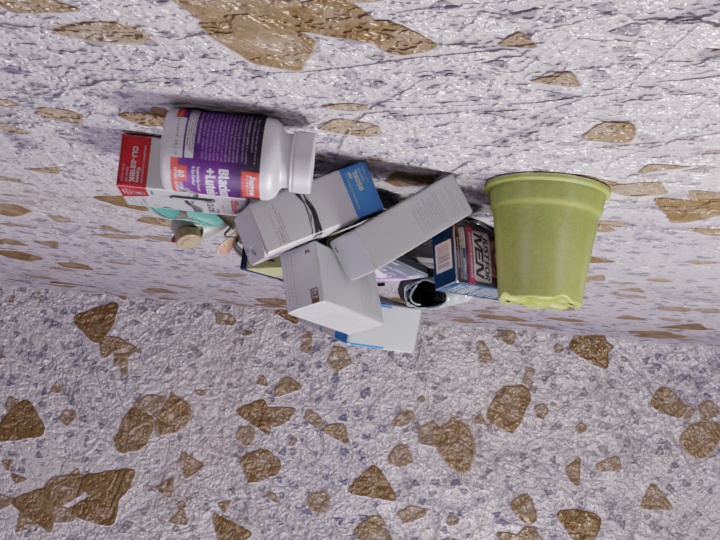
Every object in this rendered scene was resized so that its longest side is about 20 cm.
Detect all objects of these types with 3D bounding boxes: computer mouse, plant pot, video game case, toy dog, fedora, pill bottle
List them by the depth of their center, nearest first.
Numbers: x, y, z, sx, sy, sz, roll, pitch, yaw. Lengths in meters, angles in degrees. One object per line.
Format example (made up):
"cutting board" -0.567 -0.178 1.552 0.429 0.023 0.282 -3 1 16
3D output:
"pill bottle" -0.162 -0.153 1.339 0.198 0.113 0.111 5 171 0
"plant pot" 0.287 -0.038 1.558 0.198 0.186 0.200 5 171 1
"video game case" 0.000 0.000 1.710 0.199 0.019 0.143 -9 163 30
"computer mouse" 0.079 -0.114 1.728 0.198 0.034 0.058 3 175 -29
"fedora" 0.152 -0.049 1.759 0.198 0.091 0.177 7 179 26
"toy dog" -0.288 -0.078 1.925 0.199 0.133 0.096 18 145 -18

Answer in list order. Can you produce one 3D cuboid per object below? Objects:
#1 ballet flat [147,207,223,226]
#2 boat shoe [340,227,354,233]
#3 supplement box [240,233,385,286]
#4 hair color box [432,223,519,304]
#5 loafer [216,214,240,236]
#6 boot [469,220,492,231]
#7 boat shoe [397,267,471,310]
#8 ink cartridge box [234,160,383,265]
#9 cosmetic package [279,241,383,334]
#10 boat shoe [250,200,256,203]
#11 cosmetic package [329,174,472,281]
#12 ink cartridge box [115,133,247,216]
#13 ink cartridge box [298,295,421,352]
"ballet flat" -0.332 -0.125 1.801 0.070 0.068 0.199 22 -177 43
"boat shoe" -0.030 -0.098 1.726 0.059 0.073 0.199 -16 154 42
"supplement box" -0.081 -0.051 1.864 0.199 0.136 0.199 -2 168 40
"hair color box" 0.214 -0.008 1.639 0.199 0.101 0.060 9 160 -34
"loafer" -0.197 -0.087 1.757 0.075 0.069 0.199 -17 -154 -32
"boot" 0.161 -0.058 1.936 0.199 0.066 0.164 4 171 39
"boat shoe" 0.114 0.034 1.752 0.071 0.071 0.200 -14 -175 -31
"ink cartridge box" -0.083 -0.086 1.546 0.199 0.085 0.145 -22 179 -18
"cosmetic package" -0.043 0.032 1.578 0.074 0.103 0.200 -19 157 25
"boat shoe" -0.244 -0.130 1.696 0.198 0.073 0.066 -3 167 0
"cosmetic package" 0.063 -0.066 1.539 0.199 0.072 0.101 -30 -176 -26
"ink cartridge box" -0.267 -0.145 1.549 0.198 0.085 0.144 5 172 -5
"ink cartridge box" -0.005 0.084 1.839 0.144 0.085 0.200 10 -177 -31
